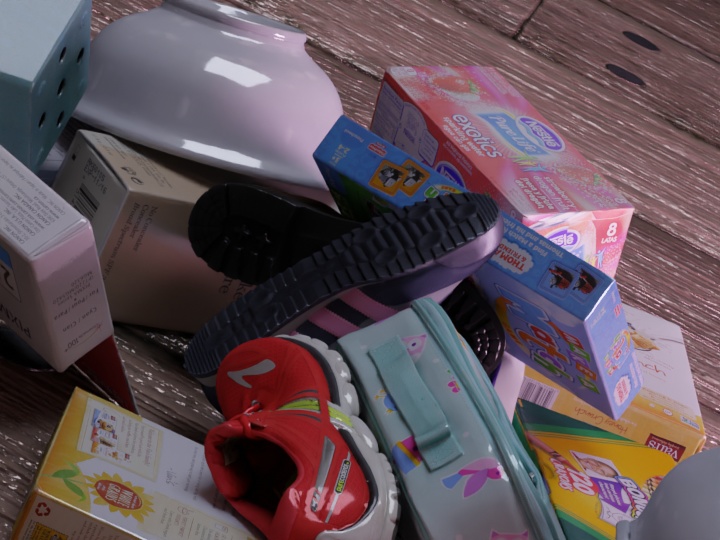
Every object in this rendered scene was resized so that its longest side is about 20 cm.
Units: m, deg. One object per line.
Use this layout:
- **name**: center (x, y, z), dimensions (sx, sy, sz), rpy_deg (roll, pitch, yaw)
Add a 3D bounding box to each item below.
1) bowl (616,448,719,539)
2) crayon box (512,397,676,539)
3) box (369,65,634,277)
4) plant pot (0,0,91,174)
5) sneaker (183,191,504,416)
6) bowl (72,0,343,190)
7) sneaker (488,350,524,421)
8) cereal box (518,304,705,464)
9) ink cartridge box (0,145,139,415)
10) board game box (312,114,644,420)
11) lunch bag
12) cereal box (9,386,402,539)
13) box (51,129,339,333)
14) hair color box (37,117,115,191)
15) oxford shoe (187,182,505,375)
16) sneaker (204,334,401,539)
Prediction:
- **bowl**: center (0.177, 0.181, 1.353), dimensions (0.090, 0.203, 0.201), rpy_deg (2, 18, 7)
- **crayon box**: center (0.146, 0.160, 1.539), dimensions (0.118, 0.059, 0.200), rpy_deg (21, 20, -17)
- **box**: center (0.088, -0.050, 1.764), dimensions (0.094, 0.103, 0.200), rpy_deg (-4, 34, -30)
- **plant pot**: center (-0.266, -0.142, 1.526), dimensions (0.199, 0.142, 0.142), rpy_deg (19, 52, 8)
- **sneaker**: center (0.003, 0.029, 1.465), dimensions (0.082, 0.199, 0.070), rpy_deg (57, 12, -29)
- **bowl**: center (-0.091, -0.123, 1.664), dimensions (0.200, 0.091, 0.201), rpy_deg (17, 7, -2)
- **sneaker**: center (0.018, 0.065, 1.583), dimensions (0.146, 0.081, 0.200), rpy_deg (29, 24, -7)
- **cereal box**: center (0.163, 0.064, 1.816), dimensions (0.143, 0.040, 0.200), rpy_deg (22, 20, -7)
- **ink cartridge box**: center (-0.210, -0.011, 1.438), dimensions (0.045, 0.177, 0.200), rpy_deg (-36, 54, -22)
- **board game box**: center (0.072, 0.000, 1.540), dimensions (0.199, 0.037, 0.151), rpy_deg (31, -15, 24)
- **lunch bag**: center (0.055, 0.116, 1.375), dimensions (0.077, 0.161, 0.200), rpy_deg (-23, 35, -5)
- **cereal box**: center (-0.074, 0.139, 1.329), dimensions (0.199, 0.040, 0.144), rpy_deg (26, 17, -5)
- **box**: center (-0.099, -0.016, 1.624), dimensions (0.199, 0.095, 0.078), rpy_deg (9, 26, -39)
- **hair color box**: center (-0.203, -0.063, 1.655), dimensions (0.099, 0.061, 0.199), rpy_deg (38, 22, 31)
- **oxford shoe**: center (0.000, 0.000, 1.534), dimensions (0.199, 0.073, 0.084), rpy_deg (30, 10, 7)
- **sneaker**: center (-0.044, 0.087, 1.338), dimensions (0.084, 0.078, 0.200), rpy_deg (12, 19, -26)
